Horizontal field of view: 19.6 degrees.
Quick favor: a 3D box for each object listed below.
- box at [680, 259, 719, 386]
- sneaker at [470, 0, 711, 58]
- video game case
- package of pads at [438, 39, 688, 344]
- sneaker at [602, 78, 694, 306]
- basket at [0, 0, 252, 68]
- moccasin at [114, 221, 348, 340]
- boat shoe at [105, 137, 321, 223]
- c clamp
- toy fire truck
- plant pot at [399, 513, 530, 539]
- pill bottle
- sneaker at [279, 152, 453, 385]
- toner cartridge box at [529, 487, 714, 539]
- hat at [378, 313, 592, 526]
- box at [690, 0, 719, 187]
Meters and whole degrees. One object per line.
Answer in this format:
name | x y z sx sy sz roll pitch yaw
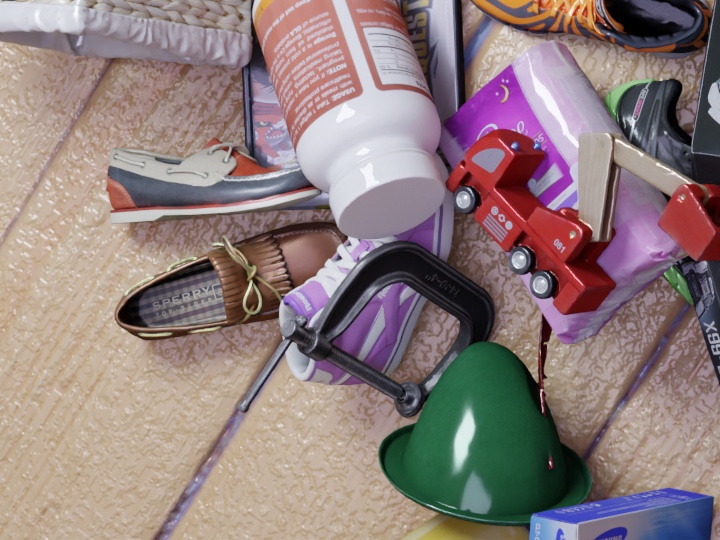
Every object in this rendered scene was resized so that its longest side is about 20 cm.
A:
box | 0.344 0.066 1.558 0.156 0.050 0.202 -17 89 -17
sneaker | 0.170 -0.212 1.579 0.198 0.112 0.078 11 96 11
video game case | -0.006 -0.151 1.666 0.179 0.025 0.202 -2 93 13
package of pads | 0.153 -0.060 1.567 0.120 0.075 0.201 -42 69 32
sneaker | 0.250 -0.055 1.591 0.083 0.077 0.202 -24 89 16
basket | -0.205 -0.247 1.593 0.197 0.199 0.163 8 91 38
moccasin | -0.102 0.008 1.670 0.199 0.078 0.074 -11 91 13
boat shoe | -0.121 -0.073 1.658 0.198 0.071 0.063 -3 90 33
c clamp | 0.014 0.058 1.605 0.027 0.199 0.172 41 102 44
toy fire truck | 0.162 -0.048 1.482 0.200 0.049 0.141 49 119 25
plant pot | 0.071 0.278 1.601 0.189 0.201 0.201 -43 84 -5
pill bottle | -0.005 -0.130 1.564 0.111 0.112 0.202 -24 63 13
sneaker | 0.000 0.000 1.607 0.072 0.114 0.202 33 114 42
toner cartridge box | 0.195 0.221 1.558 0.043 0.199 0.096 6 95 38
hat | 0.103 0.069 1.572 0.164 0.200 0.178 4 111 -8
box | 0.323 -0.136 1.509 0.147 0.125 0.202 7 67 12
